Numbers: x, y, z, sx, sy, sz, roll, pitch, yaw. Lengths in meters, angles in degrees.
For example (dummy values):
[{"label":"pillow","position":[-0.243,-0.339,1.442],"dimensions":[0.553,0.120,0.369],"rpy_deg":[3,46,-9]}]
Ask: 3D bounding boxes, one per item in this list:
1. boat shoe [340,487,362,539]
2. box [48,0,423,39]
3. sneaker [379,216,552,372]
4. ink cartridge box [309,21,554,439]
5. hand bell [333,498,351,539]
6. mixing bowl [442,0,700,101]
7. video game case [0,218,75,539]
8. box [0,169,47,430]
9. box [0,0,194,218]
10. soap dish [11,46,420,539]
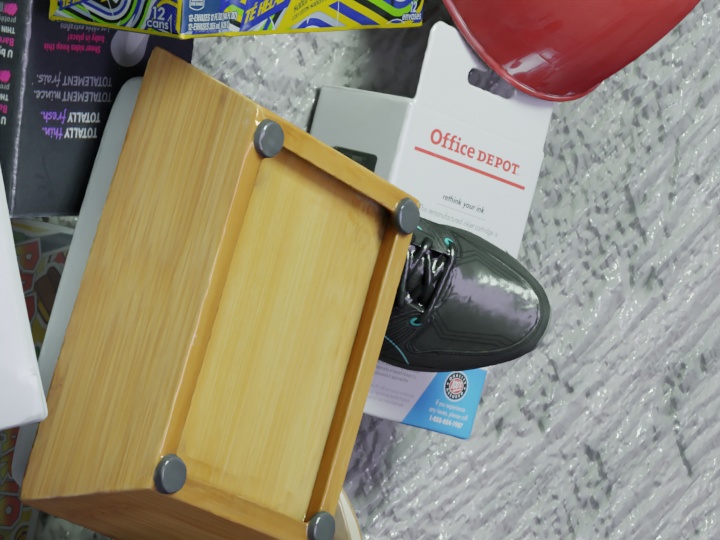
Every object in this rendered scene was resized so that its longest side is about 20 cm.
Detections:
[{"label":"boat shoe","position":[-0.058,0.099,1.433],"dimensions":[0.069,0.074,0.200],"rpy_deg":[-35,125,-17]},{"label":"box","position":[-0.047,-0.136,1.220],"dimensions":[0.200,0.070,0.064],"rpy_deg":[-12,109,-59]},{"label":"sneaker","position":[0.000,0.000,1.383],"dimensions":[0.200,0.079,0.076],"rpy_deg":[18,86,-9]},{"label":"ink cartridge box","position":[0.024,-0.023,1.487],"dimensions":[0.116,0.068,0.200],"rpy_deg":[18,86,-49]},{"label":"hand bell","position":[-0.113,0.136,1.319],"dimensions":[0.200,0.104,0.104],"rpy_deg":[-21,118,-15]},{"label":"mixing bowl","position":[0.125,-0.196,1.478],"dimensions":[0.200,0.108,0.201],"rpy_deg":[22,62,-48]},{"label":"video game case","position":[-0.207,0.067,1.285],"dimensions":[0.182,0.023,0.200],"rpy_deg":[12,90,-49]},{"label":"box","position":[-0.241,-0.028,1.087],"dimensions":[0.200,0.131,0.199],"rpy_deg":[-14,110,-16]},{"label":"box","position":[-0.143,-0.129,1.234],"dimensions":[0.122,0.106,0.200],"rpy_deg":[-3,101,-58]},{"label":"soap dish","position":[-0.057,0.025,1.227],"dimensions":[0.157,0.081,0.200],"rpy_deg":[29,73,-52]}]
